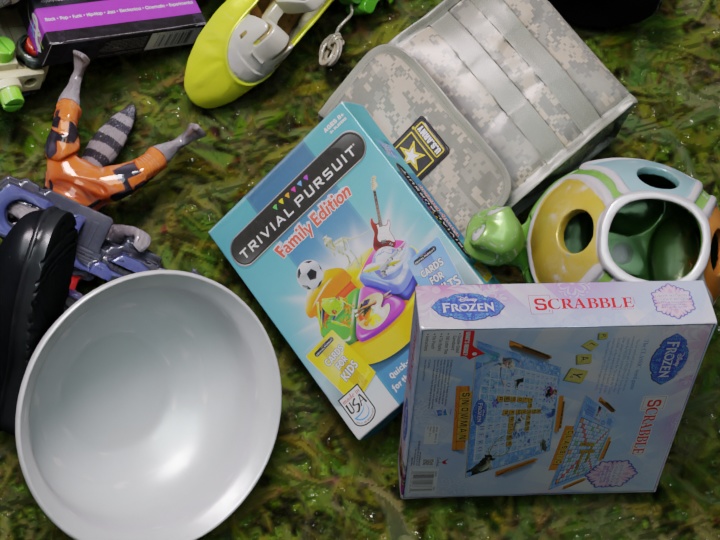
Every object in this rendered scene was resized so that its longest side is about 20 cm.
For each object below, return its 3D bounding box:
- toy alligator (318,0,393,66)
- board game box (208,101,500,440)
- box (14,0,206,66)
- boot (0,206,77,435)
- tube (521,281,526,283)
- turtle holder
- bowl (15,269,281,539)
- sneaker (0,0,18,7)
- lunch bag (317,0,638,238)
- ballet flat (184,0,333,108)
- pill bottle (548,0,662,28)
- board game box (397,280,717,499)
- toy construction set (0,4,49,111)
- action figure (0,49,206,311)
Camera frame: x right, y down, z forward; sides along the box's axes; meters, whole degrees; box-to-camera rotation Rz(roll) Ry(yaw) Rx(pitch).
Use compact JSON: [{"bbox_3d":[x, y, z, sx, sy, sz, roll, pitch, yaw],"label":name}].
[{"bbox_3d":[0.015,-0.252,1.122,0.054,0.059,0.202,27,75,-40],"label":"toy alligator"},{"bbox_3d":[0.000,0.000,1.003,0.151,0.047,0.201,-42,77,18],"label":"board game box"},{"bbox_3d":[-0.228,-0.265,1.085,0.142,0.036,0.202,-15,71,-35],"label":"box"},{"bbox_3d":[-0.298,0.018,0.950,0.166,0.202,0.077,21,36,1],"label":"boot"},{"bbox_3d":[0.175,0.021,1.046,0.198,0.050,0.078,-27,80,-8],"label":"tube"},{"bbox_3d":[0.180,-0.025,0.964,0.184,0.132,0.142,33,85,0],"label":"turtle holder"},{"bbox_3d":[-0.163,0.095,0.957,0.199,0.090,0.204,-5,99,-32],"label":"bowl"},{"bbox_3d":[-0.292,-0.293,1.016,0.114,0.076,0.202,-27,81,-12],"label":"sneaker"},{"bbox_3d":[0.085,-0.119,1.049,0.199,0.118,0.164,-39,81,-6],"label":"lunch bag"},{"bbox_3d":[-0.064,-0.207,1.067,0.200,0.067,0.067,-49,37,-3],"label":"ballet flat"},{"bbox_3d":[0.208,-0.317,1.119,0.110,0.112,0.203,9,72,-1],"label":"pill bottle"},{"bbox_3d":[0.130,0.089,0.943,0.197,0.201,0.041,0,48,-4],"label":"board game box"},{"bbox_3d":[-0.322,-0.181,1.053,0.130,0.092,0.202,-14,80,-33],"label":"toy construction set"},{"bbox_3d":[-0.198,-0.040,1.035,0.199,0.104,0.195,34,78,-21],"label":"action figure"}]
